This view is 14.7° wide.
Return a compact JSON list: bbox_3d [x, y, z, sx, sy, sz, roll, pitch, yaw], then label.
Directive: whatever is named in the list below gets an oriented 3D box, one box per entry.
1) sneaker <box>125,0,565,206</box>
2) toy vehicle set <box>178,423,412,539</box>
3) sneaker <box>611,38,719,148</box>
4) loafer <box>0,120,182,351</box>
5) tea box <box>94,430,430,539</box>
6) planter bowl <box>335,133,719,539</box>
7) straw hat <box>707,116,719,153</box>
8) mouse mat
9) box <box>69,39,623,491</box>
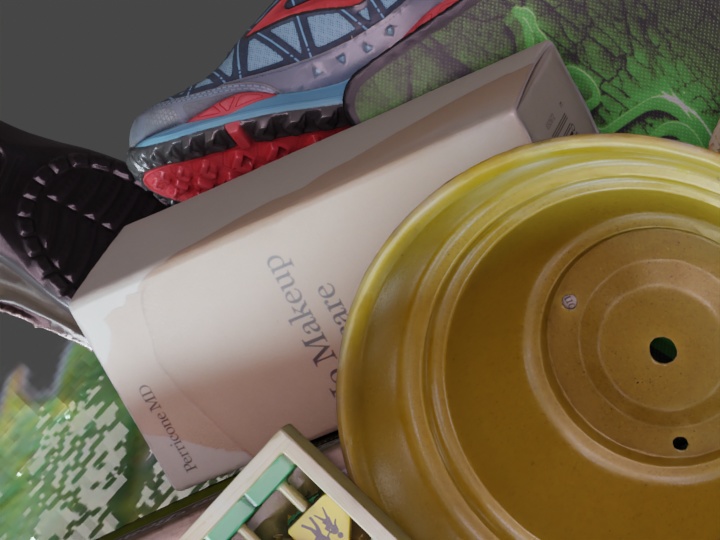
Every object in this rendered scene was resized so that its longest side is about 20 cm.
[{"bbox_3d":[-0.004,-0.088,1.145,0.199,0.079,0.096,-21,56,7],"label":"sneaker"},{"bbox_3d":[-0.047,0.167,0.950,0.124,0.027,0.200,42,95,3],"label":"toy vehicle set"},{"bbox_3d":[0.120,-0.041,1.129,0.199,0.075,0.088,-30,102,11],"label":"sneaker"},{"bbox_3d":[-0.142,-0.017,1.171,0.199,0.071,0.073,30,60,-2],"label":"loafer"},{"bbox_3d":[-0.044,0.151,1.086,0.199,0.197,0.134,-25,87,9],"label":"tea box"},{"bbox_3d":[0.098,0.039,0.963,0.199,0.083,0.202,6,109,16],"label":"planter bowl"},{"bbox_3d":[0.227,-0.035,0.996,0.200,0.085,0.202,3,58,-5],"label":"straw hat"},{"bbox_3d":[0.108,-0.033,1.090,0.161,0.008,0.200,-34,103,11],"label":"mouse mat"},{"bbox_3d":[0.000,0.000,1.067,0.199,0.078,0.095,-24,106,23],"label":"box"}]
